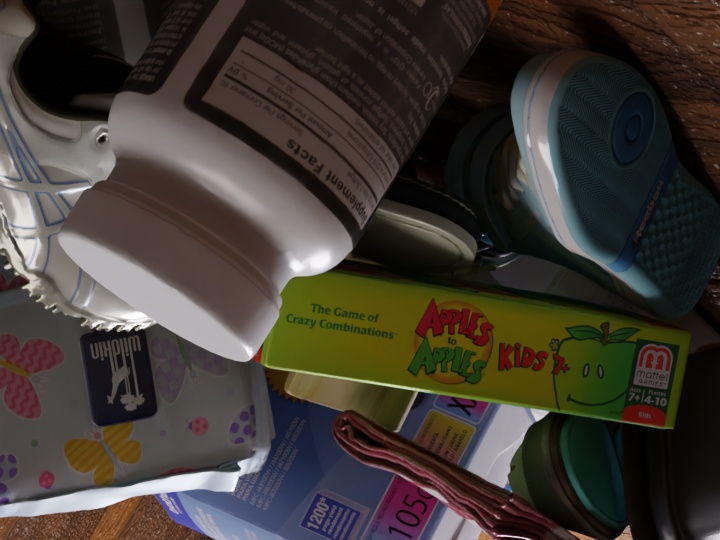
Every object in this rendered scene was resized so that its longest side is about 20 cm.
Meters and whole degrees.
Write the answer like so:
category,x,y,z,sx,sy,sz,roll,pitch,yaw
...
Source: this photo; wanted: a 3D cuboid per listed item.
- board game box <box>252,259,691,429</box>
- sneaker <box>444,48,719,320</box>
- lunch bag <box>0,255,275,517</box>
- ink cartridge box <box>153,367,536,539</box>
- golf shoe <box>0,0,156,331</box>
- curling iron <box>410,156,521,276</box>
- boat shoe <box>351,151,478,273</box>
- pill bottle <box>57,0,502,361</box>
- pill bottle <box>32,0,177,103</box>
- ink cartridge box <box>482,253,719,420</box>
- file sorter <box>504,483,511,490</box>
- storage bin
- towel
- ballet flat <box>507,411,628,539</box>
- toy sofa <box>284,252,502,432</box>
category,x,y,z,sx,sy,sz,roll,pitch,yaw
board game box,0.040,0.029,1.201,0.199,0.048,0.102,10,-176,-18
sneaker,0.078,-0.049,1.180,0.130,0.080,0.200,23,164,32
lunch bag,-0.146,0.027,1.332,0.127,0.169,0.201,115,141,-51
ink cartridge box,-0.025,0.093,1.415,0.199,0.137,0.076,20,160,24
golf shoe,-0.121,-0.046,1.119,0.097,0.079,0.200,-22,137,24
curling iron,-0.007,-0.053,1.292,0.199,0.050,0.026,27,144,15
boat shoe,-0.009,-0.047,1.219,0.074,0.066,0.199,38,163,-33
pill bottle,-0.033,-0.071,1.070,0.116,0.201,0.116,31,168,7
pill bottle,-0.127,-0.132,1.157,0.113,0.113,0.201,26,149,22
ink cartridge box,0.122,0.045,1.434,0.200,0.084,0.145,40,166,-35
file sorter,-0.001,0.074,1.545,0.200,0.123,0.139,50,-169,17
storage bin,0.227,0.100,1.301,0.134,0.146,0.200,-13,147,22
towel,0.088,0.138,1.268,0.200,0.023,0.144,37,173,-36
ballet flat,0.107,0.101,1.275,0.063,0.068,0.200,-19,174,22
toy sofa,0.000,0.000,1.351,0.097,0.083,0.200,19,-160,-23
